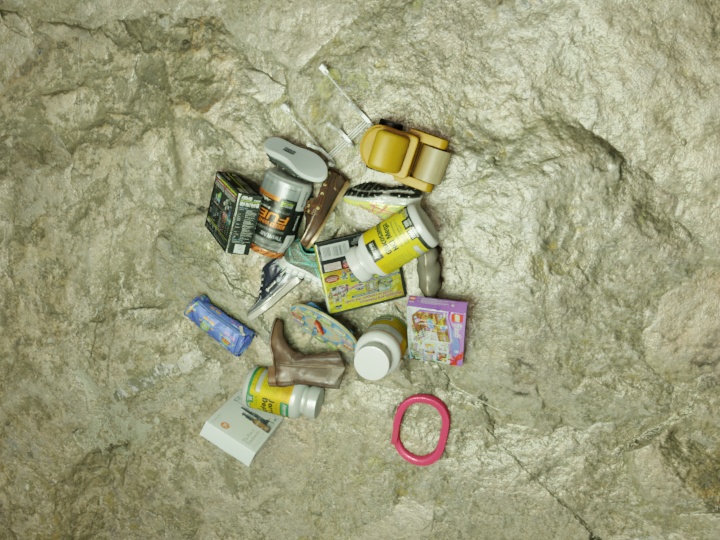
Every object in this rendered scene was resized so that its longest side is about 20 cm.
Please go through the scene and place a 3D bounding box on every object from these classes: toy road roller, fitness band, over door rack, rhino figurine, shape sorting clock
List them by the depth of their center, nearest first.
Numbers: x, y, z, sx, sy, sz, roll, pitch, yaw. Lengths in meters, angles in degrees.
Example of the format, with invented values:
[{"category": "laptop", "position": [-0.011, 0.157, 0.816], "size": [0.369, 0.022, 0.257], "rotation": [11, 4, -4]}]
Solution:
[{"category": "toy road roller", "position": [0.095, -0.258, 1.321], "size": [0.199, 0.146, 0.123], "rotation": [21, 108, 9]}, {"category": "over door rack", "position": [-0.084, -0.366, 1.385], "size": [0.148, 0.067, 0.200], "rotation": [-40, 91, 19]}, {"category": "rhino figurine", "position": [0.167, 0.024, 1.400], "size": [0.060, 0.087, 0.201], "rotation": [-2, 102, 16]}, {"category": "shape sorting clock", "position": [-0.093, 0.148, 1.461], "size": [0.200, 0.200, 0.039], "rotation": [35, 67, 4]}, {"category": "fitness band", "position": [0.156, 0.414, 1.526], "size": [0.143, 0.037, 0.201], "rotation": [12, 107, 9]}]

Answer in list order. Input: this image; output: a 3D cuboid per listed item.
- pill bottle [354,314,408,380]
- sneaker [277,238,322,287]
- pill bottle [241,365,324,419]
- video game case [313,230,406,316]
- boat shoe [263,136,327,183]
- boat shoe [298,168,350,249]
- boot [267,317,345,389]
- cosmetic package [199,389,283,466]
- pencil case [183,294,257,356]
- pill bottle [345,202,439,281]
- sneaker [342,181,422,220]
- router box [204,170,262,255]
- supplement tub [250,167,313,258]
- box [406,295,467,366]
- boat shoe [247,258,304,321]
[{"category": "pill bottle", "position": [0.049, 0.187, 1.410], "size": [0.111, 0.200, 0.111], "rotation": [3, 104, 14]}, {"category": "sneaker", "position": [-0.098, -0.013, 1.448], "size": [0.200, 0.078, 0.091], "rotation": [21, 107, -15]}, {"category": "pill bottle", "position": [-0.203, 0.329, 1.557], "size": [0.199, 0.113, 0.113], "rotation": [12, 106, 11]}, {"category": "video game case", "position": [0.000, 0.000, 1.428], "size": [0.199, 0.025, 0.181], "rotation": [-13, 100, -10]}, {"category": "boat shoe", "position": [-0.153, -0.257, 1.409], "size": [0.200, 0.069, 0.057], "rotation": [35, 152, 27]}, {"category": "boat shoe", "position": [-0.101, -0.150, 1.408], "size": [0.070, 0.070, 0.200], "rotation": [31, 77, -15]}, {"category": "boot", "position": [-0.134, 0.211, 1.508], "size": [0.199, 0.064, 0.187], "rotation": [-3, 77, 9]}, {"category": "cosmetic package", "position": [-0.310, 0.412, 1.558], "size": [0.151, 0.200, 0.052], "rotation": [29, 108, 6]}, {"category": "pencil case", "position": [-0.377, 0.145, 1.575], "size": [0.200, 0.078, 0.087], "rotation": [37, 138, 3]}, {"category": "pill bottle", "position": [0.069, -0.059, 1.340], "size": [0.200, 0.112, 0.113], "rotation": [-32, 93, 18]}, {"category": "sneaker", "position": [0.050, -0.153, 1.399], "size": [0.199, 0.078, 0.091], "rotation": [11, 129, 24]}, {"category": "router box", "position": [-0.315, -0.144, 1.439], "size": [0.062, 0.200, 0.150], "rotation": [5, 111, -32]}, {"category": "supplement tub", "position": [-0.202, -0.140, 1.440], "size": [0.122, 0.123, 0.200], "rotation": [24, 108, 8]}, {"category": "box", "position": [0.182, 0.147, 1.402], "size": [0.136, 0.039, 0.200], "rotation": [7, 136, 13]}, {"category": "boat shoe", "position": [-0.238, 0.040, 1.522], "size": [0.200, 0.075, 0.093], "rotation": [-40, 90, 10]}]
